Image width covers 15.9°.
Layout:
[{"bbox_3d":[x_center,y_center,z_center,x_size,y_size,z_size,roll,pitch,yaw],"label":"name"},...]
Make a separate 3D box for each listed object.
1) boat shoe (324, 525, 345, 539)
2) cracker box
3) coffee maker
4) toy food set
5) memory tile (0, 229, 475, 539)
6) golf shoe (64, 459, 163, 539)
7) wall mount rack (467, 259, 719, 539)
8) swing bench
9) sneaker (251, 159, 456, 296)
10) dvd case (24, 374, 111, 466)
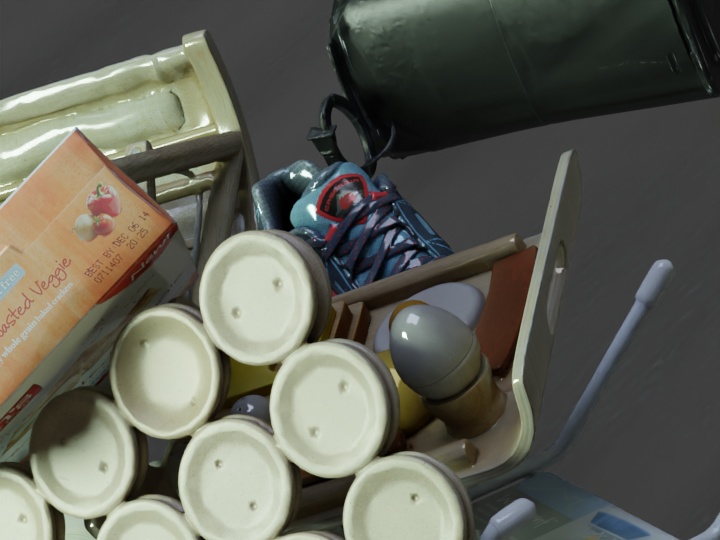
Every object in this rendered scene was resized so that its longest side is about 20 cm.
[{"bbox_3d":[-0.040,0.109,1.061,0.070,0.070,0.200,-22,25,-3],"label":"boat shoe"},{"bbox_3d":[-0.133,0.022,1.052,0.134,0.058,0.200,-47,-4,-5],"label":"cracker box"},{"bbox_3d":[0.098,-0.127,1.376,0.199,0.135,0.193,-10,51,29],"label":"coffee maker"},{"bbox_3d":[-0.008,0.031,1.014,0.199,0.061,0.144,-19,32,26],"label":"toy food set"},{"bbox_3d":[-0.060,0.094,0.968,0.200,0.154,0.017,-41,-15,24],"label":"memory tile"},{"bbox_3d":[-0.163,0.127,1.088,0.199,0.092,0.075,-33,-3,-18],"label":"golf shoe"},{"bbox_3d":[0.093,0.072,1.018,0.173,0.075,0.200,-24,24,-23],"label":"wall mount rack"},{"bbox_3d":[-0.167,-0.014,1.357,0.198,0.130,0.200,-15,20,18],"label":"swing bench"},{"bbox_3d":[0.000,0.000,1.213,0.079,0.096,0.200,-33,26,-19],"label":"sneaker"},{"bbox_3d":[-0.212,0.073,1.188,0.150,0.025,0.200,39,80,28],"label":"dvd case"}]
